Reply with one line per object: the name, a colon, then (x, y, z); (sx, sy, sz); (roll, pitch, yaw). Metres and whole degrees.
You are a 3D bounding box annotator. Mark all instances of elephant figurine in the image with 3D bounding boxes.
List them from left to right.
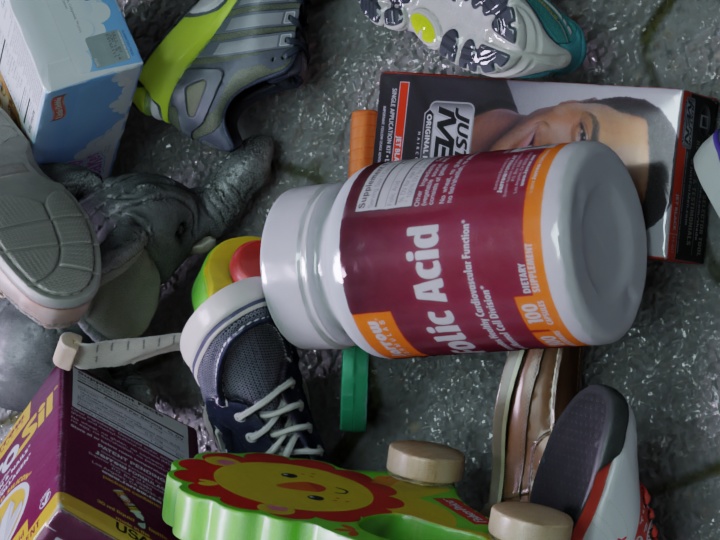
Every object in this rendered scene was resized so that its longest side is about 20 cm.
elephant figurine: (-0.162, -0.007, 1.638); (0.141, 0.155, 0.200); (26, 111, 4)

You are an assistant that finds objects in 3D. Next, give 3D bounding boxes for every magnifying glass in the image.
magnifying glass: (0.000, 0.000, 1.603); (0.022, 0.080, 0.201); (1, 76, 0)

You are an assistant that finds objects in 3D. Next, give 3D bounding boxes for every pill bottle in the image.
pill bottle: (0.051, -0.009, 1.476); (0.199, 0.114, 0.115); (-5, 84, 30)

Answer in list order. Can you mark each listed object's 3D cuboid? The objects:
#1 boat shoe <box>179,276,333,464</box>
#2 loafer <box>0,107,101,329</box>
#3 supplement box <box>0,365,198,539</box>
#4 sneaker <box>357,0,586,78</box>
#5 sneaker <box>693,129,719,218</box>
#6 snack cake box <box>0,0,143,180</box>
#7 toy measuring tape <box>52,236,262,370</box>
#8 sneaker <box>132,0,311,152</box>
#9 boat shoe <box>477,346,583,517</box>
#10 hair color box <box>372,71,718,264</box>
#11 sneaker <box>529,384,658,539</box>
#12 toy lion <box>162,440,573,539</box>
boat shoe: (-0.052, 0.083, 1.558); (0.075, 0.200, 0.093); (-31, 67, -11)
loafer: (-0.213, -0.027, 1.576); (0.200, 0.072, 0.063); (56, 139, 39)
supplement box: (-0.168, 0.162, 1.529); (0.103, 0.200, 0.131); (31, 106, -16)
sneaker: (0.060, -0.167, 1.573); (0.200, 0.079, 0.078); (46, 120, 43)
sneaker: (0.285, -0.036, 1.434); (0.146, 0.080, 0.200); (-41, 63, 25)
snack cake box: (-0.199, -0.127, 1.649); (0.067, 0.200, 0.115); (-19, 74, -19)
toy measuring tape: (-0.102, 0.018, 1.595); (0.074, 0.199, 0.074); (22, 115, 58)
sneaker: (-0.055, -0.160, 1.638); (0.081, 0.074, 0.200); (39, 97, 12)
boat shoe: (0.115, 0.114, 1.530); (0.068, 0.072, 0.201); (14, 102, 25)
hair color box: (0.106, -0.062, 1.547); (0.199, 0.061, 0.102); (5, 89, 29)
sneaker: (0.151, 0.166, 1.477); (0.067, 0.108, 0.202); (-149, 70, -66)
toy lion: (-0.008, 0.142, 1.453); (0.200, 0.191, 0.069); (25, 109, 60)
